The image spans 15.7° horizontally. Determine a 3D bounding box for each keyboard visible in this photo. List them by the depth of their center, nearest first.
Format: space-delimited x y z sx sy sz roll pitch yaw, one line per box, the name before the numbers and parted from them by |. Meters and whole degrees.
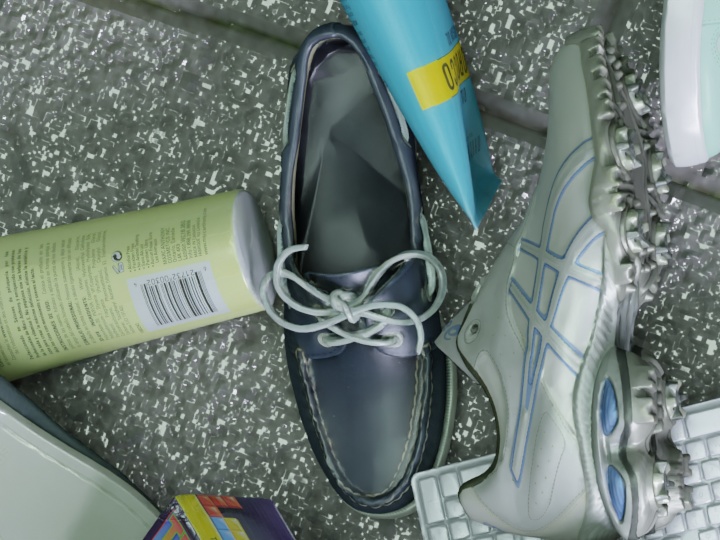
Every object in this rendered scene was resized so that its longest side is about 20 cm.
keyboard | 0.120 0.083 1.014 0.199 0.011 0.057 -15 83 10

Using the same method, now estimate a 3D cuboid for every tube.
tube | 0.008 -0.115 1.018 0.050 0.077 0.201 -21 100 20
tube | -0.135 0.011 1.085 0.199 0.052 0.058 -14 52 14

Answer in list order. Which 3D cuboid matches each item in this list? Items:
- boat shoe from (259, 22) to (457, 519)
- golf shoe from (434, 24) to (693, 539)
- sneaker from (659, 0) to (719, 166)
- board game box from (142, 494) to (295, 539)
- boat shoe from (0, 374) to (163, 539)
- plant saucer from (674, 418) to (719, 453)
boat shoe | 0.000 0.000 1.050 0.074 0.062 0.201 0 87 11
golf shoe | 0.071 0.005 1.001 0.097 0.078 0.201 -6 77 21
sneaker | 0.184 -0.130 1.017 0.118 0.074 0.201 13 91 8
board game box | -0.050 0.213 0.985 0.166 0.057 0.200 -53 50 25
boat shoe | -0.130 0.085 1.064 0.200 0.062 0.073 42 111 -13
plant saucer | 0.181 0.151 1.023 0.199 0.035 0.201 0 88 12
